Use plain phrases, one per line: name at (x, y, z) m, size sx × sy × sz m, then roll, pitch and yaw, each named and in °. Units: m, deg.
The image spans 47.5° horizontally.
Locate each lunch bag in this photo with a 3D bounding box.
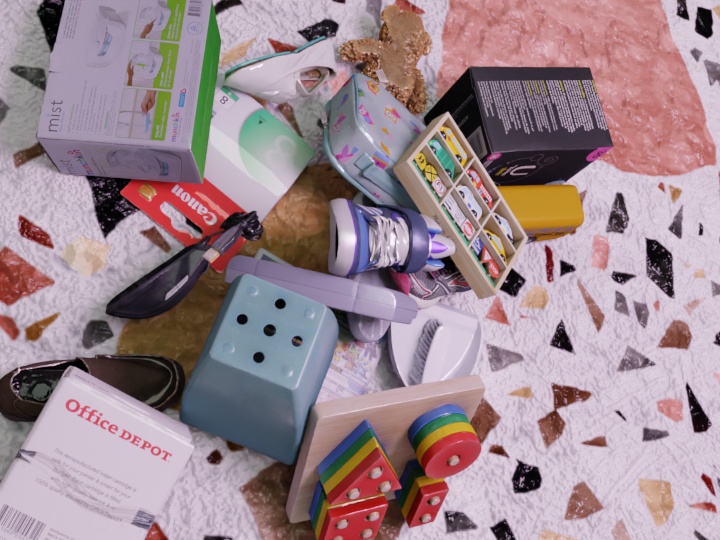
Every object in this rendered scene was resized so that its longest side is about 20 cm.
lunch bag at (0.033, -0.143, 1.034) m, size 0.199 × 0.077 × 0.162 m, roll 37°, pitch 34°, yaw -29°

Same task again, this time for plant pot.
plant pot at (-0.102, 0.093, 0.851) m, size 0.139 × 0.200 × 0.143 m, roll 21°, pitch 65°, yaw 0°

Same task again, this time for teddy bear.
teddy bear at (0.034, -0.266, 1.145) m, size 0.143 × 0.067 × 0.204 m, roll 4°, pitch 78°, yaw -15°

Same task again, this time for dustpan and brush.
dustpan and brush at (0.085, 0.138, 1.024) m, size 0.138 × 0.057 × 0.203 m, roll 18°, pitch 83°, yaw -22°

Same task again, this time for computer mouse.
computer mouse at (-0.188, 0.002, 0.914) m, size 0.199 × 0.140 × 0.046 m, roll -38°, pitch 105°, yaw -19°

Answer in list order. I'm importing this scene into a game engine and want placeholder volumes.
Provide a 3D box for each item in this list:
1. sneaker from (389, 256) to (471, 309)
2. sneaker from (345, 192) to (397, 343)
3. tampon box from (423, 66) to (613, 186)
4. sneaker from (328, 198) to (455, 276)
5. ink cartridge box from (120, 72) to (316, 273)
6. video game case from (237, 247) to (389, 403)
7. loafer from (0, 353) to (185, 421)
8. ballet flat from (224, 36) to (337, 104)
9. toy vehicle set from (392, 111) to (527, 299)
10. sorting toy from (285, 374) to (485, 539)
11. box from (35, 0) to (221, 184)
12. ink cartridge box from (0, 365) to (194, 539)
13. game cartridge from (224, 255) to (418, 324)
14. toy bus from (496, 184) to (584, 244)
sneaker at (0.110, -0.010, 1.043) m, size 0.199 × 0.074 × 0.081 m, roll -18°, pitch 76°, yaw -49°
sneaker at (0.000, 0.000, 1.031) m, size 0.072 × 0.070 × 0.203 m, roll 23°, pitch 56°, yaw -35°
tampon box at (0.216, -0.191, 1.137) m, size 0.197 × 0.150 × 0.128 m, roll -5°, pitch 74°, yaw -23°
sneaker at (0.037, -0.036, 0.900) m, size 0.144 × 0.200 × 0.082 m, roll 1°, pitch 93°, yaw -3°
ink cartridge box at (-0.173, -0.125, 1.017) m, size 0.160 × 0.050 × 0.201 m, roll 38°, pitch 61°, yaw -6°
video game case at (-0.078, 0.098, 0.996) m, size 0.198 × 0.022 × 0.184 m, roll 30°, pitch 64°, yaw -9°
loafer at (-0.284, 0.127, 0.875) m, size 0.197 × 0.071 × 0.074 m, roll -5°, pitch 75°, yaw -23°
ballet flat at (-0.092, -0.253, 1.063) m, size 0.070 × 0.069 × 0.199 m, roll 53°, pitch 43°, yaw 1°
toy vehicle set at (0.127, -0.080, 1.010) m, size 0.201 × 0.026 × 0.125 m, roll 54°, pitch 46°, yaw -17°
sorting toy at (0.033, 0.218, 0.897) m, size 0.197 × 0.201 × 0.070 m, roll -6°, pitch 46°, yaw -23°
box at (-0.264, -0.217, 0.956) m, size 0.173 × 0.097 × 0.203 m, roll 3°, pitch 71°, yaw -1°
ink cartridge box at (-0.274, 0.218, 0.804) m, size 0.144 × 0.084 × 0.202 m, roll 31°, pitch 85°, yaw -14°
game cartridge at (-0.042, 0.021, 0.907) m, size 0.197 × 0.133 × 0.041 m, roll 12°, pitch 91°, yaw 16°
toy bus at (0.205, -0.076, 1.135) m, size 0.197 × 0.078 × 0.066 m, roll -4°, pitch 74°, yaw -23°
